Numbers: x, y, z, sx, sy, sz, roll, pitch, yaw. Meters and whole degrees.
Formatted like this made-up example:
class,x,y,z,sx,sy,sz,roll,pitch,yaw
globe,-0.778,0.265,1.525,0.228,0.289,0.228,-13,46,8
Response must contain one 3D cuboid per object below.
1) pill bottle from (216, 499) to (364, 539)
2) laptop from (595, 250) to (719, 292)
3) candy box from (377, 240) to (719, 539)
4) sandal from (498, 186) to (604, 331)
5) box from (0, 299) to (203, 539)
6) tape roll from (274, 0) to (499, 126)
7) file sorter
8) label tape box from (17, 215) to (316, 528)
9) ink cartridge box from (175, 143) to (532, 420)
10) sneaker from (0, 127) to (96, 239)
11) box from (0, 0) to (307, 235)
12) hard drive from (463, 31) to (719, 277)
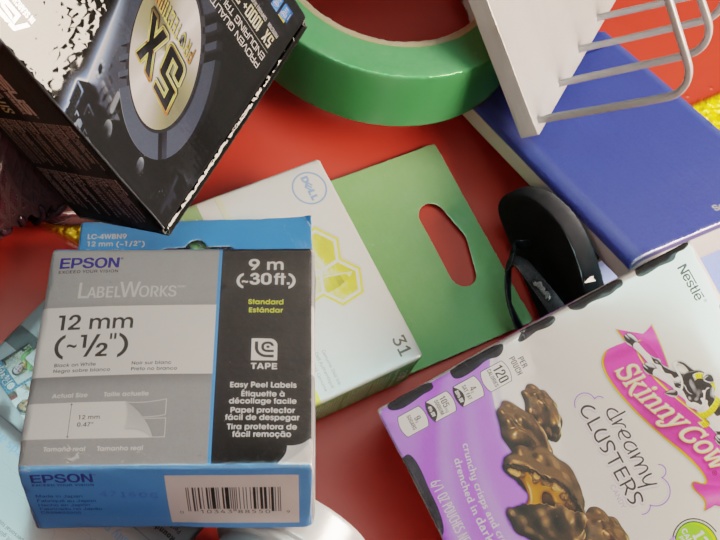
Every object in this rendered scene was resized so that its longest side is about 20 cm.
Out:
class,x,y,z,sx,sy,sz,roll,pitch,yaw
pill bottle,-0.074,0.213,0.670,0.111,0.112,0.201,29,62,1
laptop,0.266,0.045,0.829,0.176,0.104,0.200,-27,48,-22
candy box,0.136,0.105,0.741,0.199,0.072,0.169,-29,81,3
sandal,0.126,0.038,0.815,0.042,0.076,0.202,-13,72,-19
box,-0.167,0.119,0.729,0.155,0.041,0.200,37,62,6
tape roll,0.014,-0.188,0.888,0.198,0.048,0.202,6,53,-8
file sorter,0.164,-0.205,0.843,0.201,0.123,0.140,-56,129,-44
label tape box,-0.095,0.033,0.700,0.141,0.066,0.202,-1,54,-1
ink cartridge box,0.000,0.000,0.822,0.198,0.048,0.147,-22,74,-20
sneaker,-0.208,-0.025,0.771,0.115,0.075,0.202,26,86,-45
box,-0.141,-0.148,0.714,0.085,0.200,0.165,11,59,39
hard drive,0.168,-0.081,0.867,0.131,0.026,0.200,-21,49,-21
